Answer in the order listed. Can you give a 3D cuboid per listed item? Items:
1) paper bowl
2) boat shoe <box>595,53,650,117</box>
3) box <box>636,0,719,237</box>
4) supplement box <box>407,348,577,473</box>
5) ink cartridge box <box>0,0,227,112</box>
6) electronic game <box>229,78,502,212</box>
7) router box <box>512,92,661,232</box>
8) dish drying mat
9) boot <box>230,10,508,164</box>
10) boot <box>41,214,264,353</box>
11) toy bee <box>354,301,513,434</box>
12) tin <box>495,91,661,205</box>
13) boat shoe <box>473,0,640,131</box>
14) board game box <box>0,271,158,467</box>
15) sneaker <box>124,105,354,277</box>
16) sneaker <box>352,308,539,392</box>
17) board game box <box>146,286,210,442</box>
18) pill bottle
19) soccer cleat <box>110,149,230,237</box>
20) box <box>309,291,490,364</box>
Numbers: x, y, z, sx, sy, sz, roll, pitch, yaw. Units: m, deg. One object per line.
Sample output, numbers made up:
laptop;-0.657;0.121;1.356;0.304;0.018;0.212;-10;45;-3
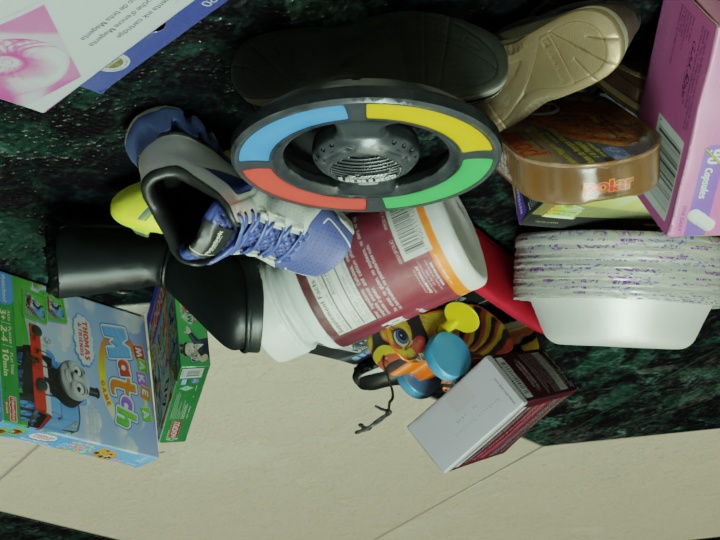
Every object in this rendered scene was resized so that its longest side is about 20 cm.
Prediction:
paper bowl;0.242;0.019;1.646;0.201;0.104;0.201;2;178;0
boat shoe;0.267;-0.147;1.415;0.200;0.072;0.068;15;115;-27
box;0.322;-0.124;1.338;0.200;0.097;0.176;-2;123;-16
supplement box;0.132;0.134;1.729;0.109;0.061;0.200;-43;165;15
ink cartridge box;-0.199;-0.175;1.215;0.200;0.043;0.196;16;146;-41
electronic game;0.004;-0.087;1.299;0.200;0.042;0.200;-1;159;0
router box;0.256;-0.088;1.547;0.200;0.052;0.157;3;155;-24
dish drying mat;0.128;0.002;1.682;0.018;0.077;0.200;-23;153;20
boot;0.014;-0.127;1.351;0.203;0.074;0.154;-2;156;7
boot;-0.178;0.011;1.485;0.168;0.200;0.076;-3;119;-17
toy bee;0.055;0.064;1.668;0.131;0.109;0.200;-32;174;28
tin;0.157;-0.095;1.357;0.112;0.042;0.200;-5;-159;-11
boat shoe;0.126;-0.154;1.335;0.200;0.072;0.065;-20;-173;43
board game box;-0.276;0.095;1.667;0.037;0.151;0.200;-24;152;30
sneaker;-0.101;-0.036;1.389;0.199;0.115;0.081;31;119;-25
sneaker;0.094;0.106;1.835;0.200;0.090;0.070;-18;-168;-10
board game box;-0.171;0.065;1.655;0.029;0.135;0.200;-3;155;-14
pill bottle;0.000;0.000;1.556;0.200;0.114;0.114;-24;153;14
soccer cleat;-0.110;-0.075;1.472;0.200;0.065;0.084;-4;127;2
box;0.010;0.025;1.726;0.200;0.050;0.158;-26;152;35
